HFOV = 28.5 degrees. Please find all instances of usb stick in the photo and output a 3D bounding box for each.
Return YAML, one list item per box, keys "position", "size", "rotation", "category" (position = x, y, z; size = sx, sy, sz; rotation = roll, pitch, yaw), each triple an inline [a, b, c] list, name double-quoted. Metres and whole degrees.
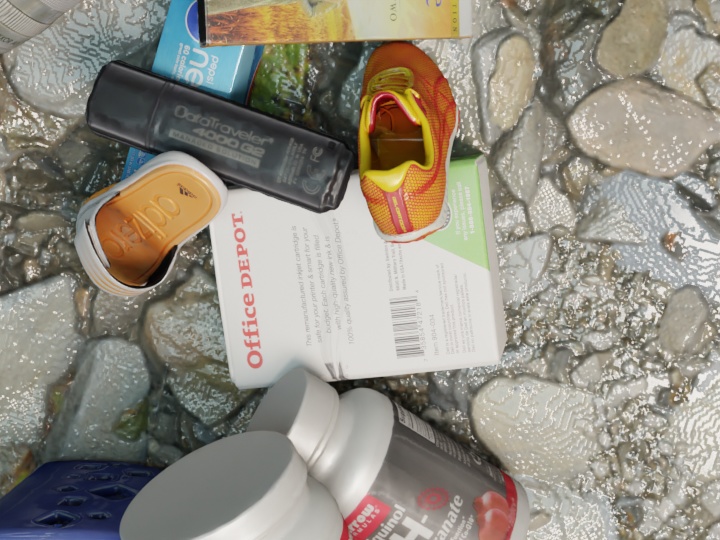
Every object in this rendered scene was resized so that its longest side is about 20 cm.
- position: [-0.101, -0.094, 0.993]
  size: [0.198, 0.033, 0.056]
  rotation: [20, 89, 11]
  category: "usb stick"

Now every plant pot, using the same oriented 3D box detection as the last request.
- position: [-0.167, 0.254, 1.056]
  size: [0.177, 0.200, 0.203]
  rotation: [-5, 98, 5]
  category: "plant pot"

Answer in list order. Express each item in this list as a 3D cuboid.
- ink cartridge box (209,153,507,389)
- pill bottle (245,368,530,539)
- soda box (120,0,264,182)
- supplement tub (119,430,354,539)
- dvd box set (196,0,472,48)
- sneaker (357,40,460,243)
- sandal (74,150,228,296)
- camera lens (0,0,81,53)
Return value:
- position: [0.000, 0.000, 1.039]
  size: [0.197, 0.084, 0.148]
  rotation: [-6, 97, 11]
  category: "ink cartridge box"
- position: [0.016, 0.154, 1.015]
  size: [0.199, 0.111, 0.111]
  rotation: [33, 104, -20]
  category: "pill bottle"
- position: [-0.113, -0.149, 1.043]
  size: [0.063, 0.068, 0.203]
  rotation: [20, 102, 6]
  category: "soda box"
- position: [-0.058, 0.221, 0.914]
  size: [0.139, 0.141, 0.202]
  rotation: [-20, 110, 12]
  category: "supplement tub"
- position: [-0.018, -0.232, 0.986]
  size: [0.197, 0.029, 0.149]
  rotation: [-4, 99, -19]
  category: "dvd box set"
- position: [0.031, -0.106, 0.966]
  size: [0.072, 0.201, 0.078]
  rotation: [-12, 129, 6]
  category: "sneaker"
- position: [-0.166, -0.024, 1.020]
  size: [0.079, 0.060, 0.206]
  rotation: [39, 147, -12]
  category: "sandal"
- position: [-0.226, -0.254, 0.947]
  size: [0.199, 0.160, 0.161]
  rotation: [-34, 92, 10]
  category: "camera lens"
